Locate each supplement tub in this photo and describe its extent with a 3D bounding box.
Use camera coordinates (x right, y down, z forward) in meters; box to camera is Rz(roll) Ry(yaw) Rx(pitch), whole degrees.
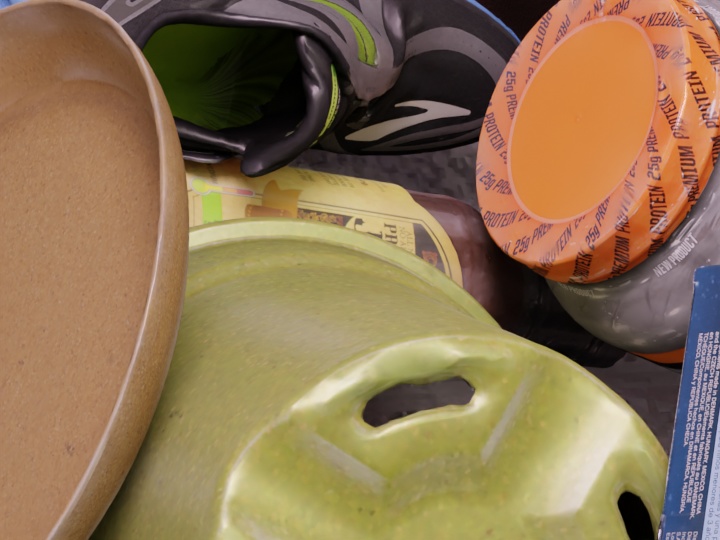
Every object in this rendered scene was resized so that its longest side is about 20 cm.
[{"bbox_3d":[0.142,-0.016,0.839,0.200,0.122,0.123,22,60,-33],"label":"supplement tub"}]

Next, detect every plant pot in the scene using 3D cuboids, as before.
[{"bbox_3d":[-0.001,0.082,0.704,0.200,0.184,0.201,0,88,-18],"label":"plant pot"},{"bbox_3d":[-0.108,0.022,0.708,0.027,0.200,0.201,25,58,-36],"label":"plant pot"}]

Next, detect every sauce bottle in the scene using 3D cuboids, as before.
[{"bbox_3d":[0.000,0.000,0.847,0.200,0.065,0.065,7,67,-25],"label":"sauce bottle"}]

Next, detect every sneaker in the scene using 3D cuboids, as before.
[{"bbox_3d":[-0.024,-0.059,0.811,0.199,0.071,0.083,4,34,-41],"label":"sneaker"}]

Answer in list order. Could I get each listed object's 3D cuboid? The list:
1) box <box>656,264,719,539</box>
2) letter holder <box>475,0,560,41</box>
[{"bbox_3d":[0.150,0.094,0.679,0.200,0.038,0.137,26,66,-44],"label":"box"},{"bbox_3d":[0.001,-0.137,0.896,0.200,0.142,0.101,-9,42,-30],"label":"letter holder"}]
